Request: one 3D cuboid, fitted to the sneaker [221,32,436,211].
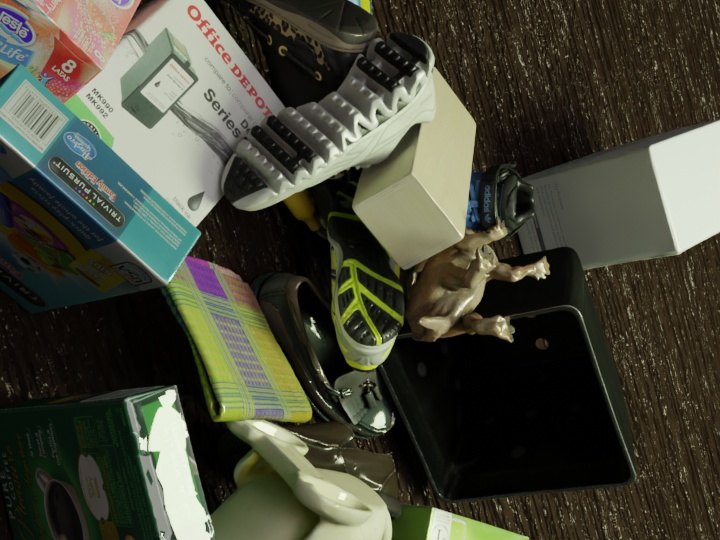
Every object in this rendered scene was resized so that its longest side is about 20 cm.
[{"bbox_3d":[-0.018,-0.104,0.817,0.200,0.075,0.081,-34,146,-6],"label":"sneaker"}]

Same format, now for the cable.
[{"bbox_3d":[-0.025,-0.036,0.980,0.097,0.050,0.201,-58,134,-51],"label":"cable"}]

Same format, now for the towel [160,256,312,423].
[{"bbox_3d":[-0.099,0.057,0.794,0.144,0.023,0.200,62,8,13],"label":"towel"}]

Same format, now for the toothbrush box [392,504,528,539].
[{"bbox_3d":[0.072,0.336,0.960,0.145,0.086,0.201,27,67,-36],"label":"toothbrush box"}]

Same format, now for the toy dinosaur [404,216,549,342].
[{"bbox_3d":[0.072,0.014,0.874,0.086,0.135,0.200,59,39,-21],"label":"toy dinosaur"}]

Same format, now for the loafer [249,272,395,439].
[{"bbox_3d":[-0.025,0.082,0.928,0.200,0.063,0.072,51,53,-23],"label":"loafer"}]

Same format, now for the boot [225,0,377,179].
[{"bbox_3d":[-0.069,-0.184,0.905,0.073,0.200,0.151,-27,138,-38],"label":"boot"}]

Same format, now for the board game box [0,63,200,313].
[{"bbox_3d":[-0.222,-0.042,0.677,0.151,0.200,0.047,45,56,-27],"label":"board game box"}]

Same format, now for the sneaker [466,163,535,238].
[{"bbox_3d":[0.098,-0.073,1.023,0.199,0.111,0.077,3,89,-46],"label":"sneaker"}]

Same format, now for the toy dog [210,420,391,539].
[{"bbox_3d":[-0.082,0.234,0.784,0.200,0.139,0.194,-55,143,0],"label":"toy dog"}]

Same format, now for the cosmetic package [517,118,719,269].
[{"bbox_3d":[0.314,-0.084,1.173,0.199,0.200,0.124,-21,97,-43],"label":"cosmetic package"}]

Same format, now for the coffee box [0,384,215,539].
[{"bbox_3d":[-0.181,0.143,0.685,0.044,0.200,0.124,-15,92,-45],"label":"coffee box"}]

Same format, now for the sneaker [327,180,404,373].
[{"bbox_3d":[0.000,0.000,0.907,0.075,0.077,0.201,11,48,-5],"label":"sneaker"}]

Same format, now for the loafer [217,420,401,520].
[{"bbox_3d":[-0.043,0.166,0.902,0.200,0.073,0.072,33,50,-37],"label":"loafer"}]

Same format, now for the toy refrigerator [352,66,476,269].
[{"bbox_3d":[0.050,-0.095,0.902,0.076,0.070,0.200,49,29,-24],"label":"toy refrigerator"}]

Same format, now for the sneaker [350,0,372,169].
[{"bbox_3d":[-0.024,-0.197,0.989,0.078,0.066,0.201,-7,98,-8],"label":"sneaker"}]

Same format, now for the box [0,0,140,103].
[{"bbox_3d":[-0.223,-0.192,0.716,0.095,0.102,0.200,45,26,-27],"label":"box"}]

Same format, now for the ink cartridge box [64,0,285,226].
[{"bbox_3d":[-0.170,-0.113,0.815,0.146,0.084,0.200,52,53,-24],"label":"ink cartridge box"}]

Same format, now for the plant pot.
[{"bbox_3d":[0.156,0.087,0.998,0.201,0.199,0.178,67,28,-22],"label":"plant pot"}]
